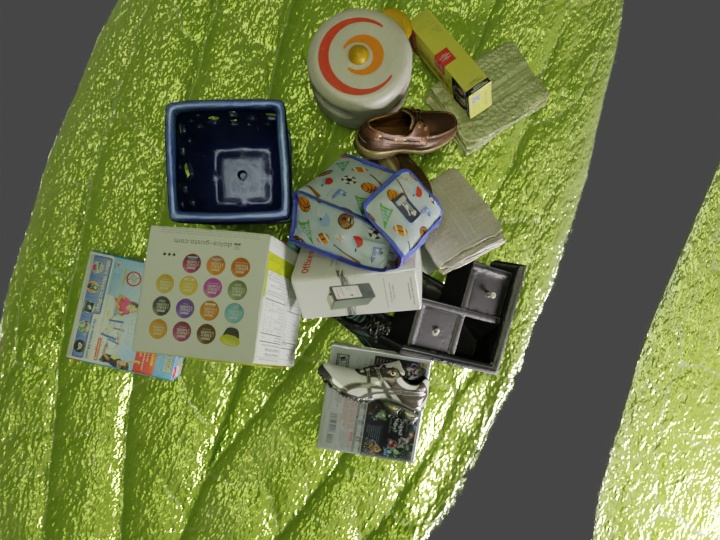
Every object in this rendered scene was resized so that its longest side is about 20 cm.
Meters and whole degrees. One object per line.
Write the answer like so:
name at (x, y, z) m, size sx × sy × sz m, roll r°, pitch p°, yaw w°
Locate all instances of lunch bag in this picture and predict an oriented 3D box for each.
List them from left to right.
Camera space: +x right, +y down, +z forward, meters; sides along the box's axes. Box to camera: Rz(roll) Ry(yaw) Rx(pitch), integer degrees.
lunch bag at (0.014, -0.091, 0.998) m, size 0.200 × 0.170 × 0.124 m, roll 25°, pitch 132°, yaw 18°

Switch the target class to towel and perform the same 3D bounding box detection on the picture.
towel at (0.155, -0.092, 1.104) m, size 0.132 × 0.034 × 0.200 m, roll -29°, pitch 52°, yaw -1°
towel at (0.235, -0.322, 1.160) m, size 0.200 × 0.036 × 0.148 m, roll -33°, pitch 87°, yaw 0°

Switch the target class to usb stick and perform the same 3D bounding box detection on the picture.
usb stick at (0.074, 0.011, 1.143) m, size 0.200 × 0.033 × 0.055 m, roll 29°, pitch 99°, yaw -4°

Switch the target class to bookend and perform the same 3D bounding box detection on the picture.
bookend at (0.160, 0.059, 1.082) m, size 0.199 × 0.092 × 0.200 m, roll 16°, pitch 90°, yaw -23°

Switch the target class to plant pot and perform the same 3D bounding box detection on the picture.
plant pot at (-0.213, -0.174, 1.086) m, size 0.200 × 0.180 × 0.200 m, roll -2°, pitch 88°, yaw 1°

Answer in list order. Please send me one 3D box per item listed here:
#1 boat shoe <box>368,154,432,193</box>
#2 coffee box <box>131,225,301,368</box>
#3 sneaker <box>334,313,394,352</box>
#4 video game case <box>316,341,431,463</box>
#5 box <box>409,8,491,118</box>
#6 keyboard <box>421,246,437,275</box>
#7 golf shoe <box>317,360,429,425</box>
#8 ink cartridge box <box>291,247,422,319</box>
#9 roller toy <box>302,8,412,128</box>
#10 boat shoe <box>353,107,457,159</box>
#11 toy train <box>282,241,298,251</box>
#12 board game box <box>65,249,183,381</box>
boat shoe at (0.062, -0.168, 1.126) m, size 0.072 × 0.072 × 0.200 m, roll -14°, pitch 67°, yaw -43°
coffee box at (-0.218, 0.050, 1.019) m, size 0.199 × 0.200 × 0.198 m, roll 5°, pitch 81°, yaw 12°
sneaker at (0.010, 0.097, 1.120) m, size 0.200 × 0.079 × 0.075 m, roll 32°, pitch 90°, yaw -8°
video game case at (0.024, 0.240, 1.133) m, size 0.182 × 0.023 × 0.200 m, roll 9°, pitch 98°, yaw 1°
box at (0.158, -0.369, 1.113) m, size 0.050 × 0.075 × 0.200 m, roll -32°, pitch 69°, yaw 1°
keyboard at (0.065, 0.022, 1.164) m, size 0.200 × 0.011 × 0.056 m, roll -37°, pitch 94°, yaw 0°
golf shoe at (0.025, 0.187, 1.081) m, size 0.200 × 0.078 × 0.095 m, roll 24°, pitch 95°, yaw -12°
ink cartridge box at (0.000, 0.000, 1.048) m, size 0.200 × 0.146 × 0.084 m, roll -5°, pitch 122°, yaw 10°
roller toy at (0.001, -0.357, 1.106) m, size 0.200 × 0.140 × 0.183 m, roll -10°, pitch 85°, yaw 0°
boat shoe at (0.087, -0.245, 1.085) m, size 0.200 × 0.068 × 0.072 m, roll -15°, pitch 66°, yaw -22°
toy train at (-0.176, 0.041, 1.145) m, size 0.200 × 0.056 × 0.150 m, roll -36°, pitch 76°, yaw 3°
board game box at (-0.410, 0.081, 1.140) m, size 0.196 × 0.056 × 0.200 m, roll 13°, pitch 88°, yaw 0°
